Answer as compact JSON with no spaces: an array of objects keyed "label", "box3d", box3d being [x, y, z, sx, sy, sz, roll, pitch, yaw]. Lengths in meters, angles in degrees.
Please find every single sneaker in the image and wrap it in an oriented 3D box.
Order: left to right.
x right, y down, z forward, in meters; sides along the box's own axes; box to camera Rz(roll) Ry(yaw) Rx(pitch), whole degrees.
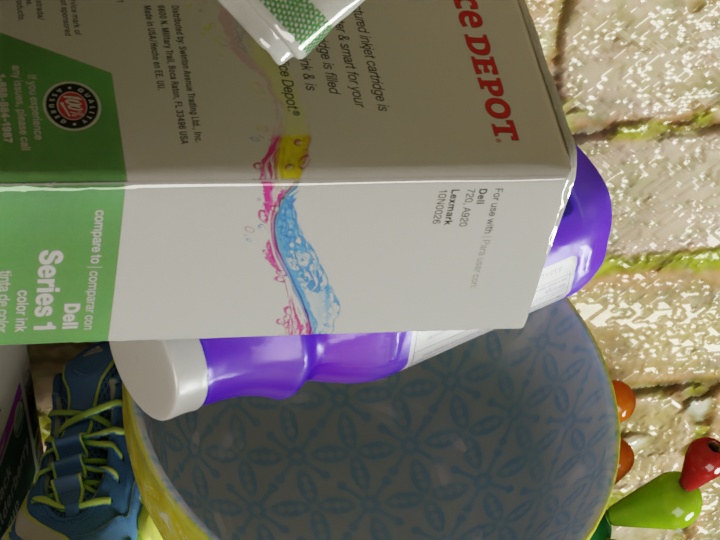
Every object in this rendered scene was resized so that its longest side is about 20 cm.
[{"label":"sneaker","box3d":[-0.115,0.086,1.011,0.075,0.106,0.200,-18,178,19]}]

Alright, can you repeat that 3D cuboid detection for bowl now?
[{"label":"bowl","box3d":[-0.005,0.077,1.006,0.198,0.201,0.108,1,143,-15]}]

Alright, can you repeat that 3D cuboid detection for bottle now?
[{"label":"bottle","box3d":[0.000,0.000,0.952,0.199,0.084,0.066,-23,139,-31]}]

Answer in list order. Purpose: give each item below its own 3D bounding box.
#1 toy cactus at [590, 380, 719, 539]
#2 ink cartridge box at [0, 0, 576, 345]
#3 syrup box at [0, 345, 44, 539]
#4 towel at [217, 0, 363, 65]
[{"label":"toy cactus","box3d":[0.059,0.125,1.152,0.198,0.103,0.165,-8,147,-18]},{"label":"ink cartridge box","box3d":[-0.040,-0.054,0.889,0.198,0.145,0.084,-1,136,-13]},{"label":"syrup box","box3d":[-0.178,0.099,1.050,0.081,0.079,0.201,6,137,5]},{"label":"towel","box3d":[-0.002,-0.181,0.755,0.200,0.031,0.149,-44,97,-3]}]
